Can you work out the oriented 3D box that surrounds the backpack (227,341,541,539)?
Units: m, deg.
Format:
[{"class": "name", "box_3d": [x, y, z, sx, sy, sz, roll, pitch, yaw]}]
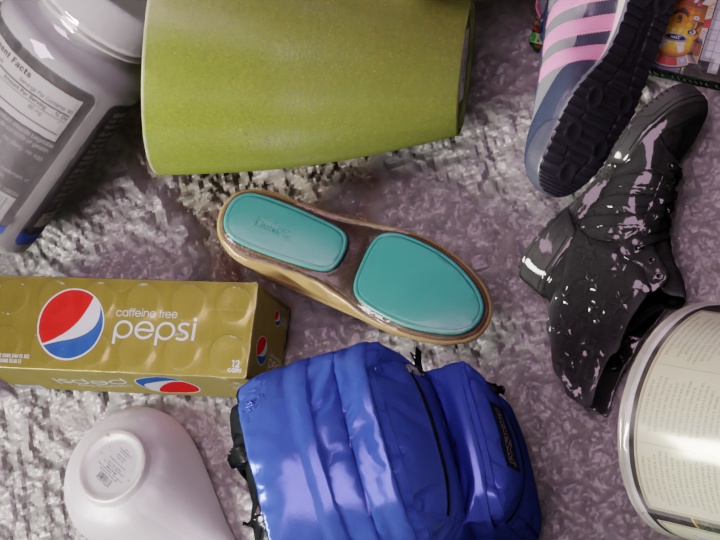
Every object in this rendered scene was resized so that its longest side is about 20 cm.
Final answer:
[{"class": "backpack", "box_3d": [0.012, 0.123, 1.513, 0.168, 0.200, 0.163, -25, 66, 11]}]

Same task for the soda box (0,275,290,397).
[{"class": "soda box", "box_3d": [-0.152, 0.045, 1.670, 0.200, 0.064, 0.068, 2, 74, 19]}]

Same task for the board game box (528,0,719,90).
[{"class": "board game box", "box_3d": [0.219, -0.175, 1.632, 0.200, 0.023, 0.105, 14, 77, 22]}]

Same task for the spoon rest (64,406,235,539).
[{"class": "spoon rest", "box_3d": [-0.125, 0.166, 1.635, 0.099, 0.061, 0.200, -48, 52, -1]}]

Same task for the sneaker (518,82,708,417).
[{"class": "sneaker", "box_3d": [0.178, -0.014, 1.578, 0.104, 0.060, 0.200, 43, 96, 26]}]

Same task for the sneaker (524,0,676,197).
[{"class": "sneaker", "box_3d": [0.142, -0.144, 1.611, 0.082, 0.070, 0.200, 18, 78, 41]}]

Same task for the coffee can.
[{"class": "coffee can", "box_3d": [0.269, 0.100, 1.422, 0.200, 0.146, 0.147, 9, 75, 47]}]

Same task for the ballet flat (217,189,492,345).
[{"class": "ballet flat", "box_3d": [0.000, 0.000, 1.634, 0.200, 0.063, 0.069, 25, 74, 17]}]

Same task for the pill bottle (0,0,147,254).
[{"class": "pill bottle", "box_3d": [-0.219, -0.120, 1.689, 0.114, 0.114, 0.200, 47, 110, 25]}]

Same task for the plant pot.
[{"class": "plant pot", "box_3d": [-0.028, -0.147, 1.638, 0.199, 0.187, 0.188, 6, 75, 6]}]
